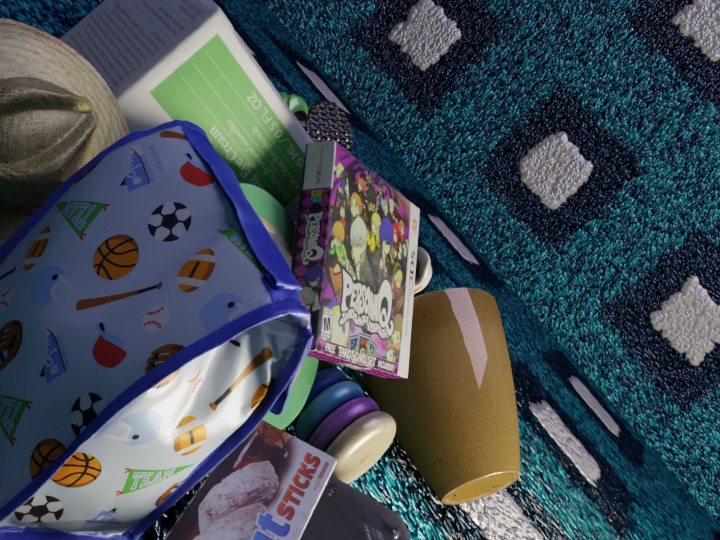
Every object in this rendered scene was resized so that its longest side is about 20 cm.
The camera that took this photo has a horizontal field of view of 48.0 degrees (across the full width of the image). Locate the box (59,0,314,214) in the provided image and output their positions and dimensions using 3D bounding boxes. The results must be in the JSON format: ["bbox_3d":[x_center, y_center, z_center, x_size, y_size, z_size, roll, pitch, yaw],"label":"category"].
[{"bbox_3d":[-0.170,-0.139,0.756,0.199,0.171,0.200,52,-3,-42],"label":"box"}]

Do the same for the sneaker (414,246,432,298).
[{"bbox_3d":[-0.014,0.012,0.895,0.080,0.197,0.079,107,-35,-57],"label":"sneaker"}]

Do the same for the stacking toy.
[{"bbox_3d":[-0.058,0.104,0.768,0.200,0.086,0.085,46,12,26],"label":"stacking toy"}]

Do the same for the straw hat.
[{"bbox_3d":[-0.222,-0.084,0.531,0.199,0.085,0.204,7,80,-40],"label":"straw hat"}]

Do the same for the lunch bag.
[{"bbox_3d":[-0.129,0.033,0.473,0.123,0.200,0.171,27,23,-52],"label":"lunch bag"}]

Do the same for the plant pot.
[{"bbox_3d":[0.104,0.156,0.932,0.186,0.185,0.202,27,38,-53],"label":"plant pot"}]

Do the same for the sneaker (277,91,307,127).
[{"bbox_3d":[-0.107,-0.124,0.960,0.076,0.201,0.085,7,61,-5],"label":"sneaker"}]

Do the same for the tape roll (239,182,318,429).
[{"bbox_3d":[-0.099,0.033,0.659,0.200,0.048,0.203,32,54,-58],"label":"tape roll"}]

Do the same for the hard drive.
[{"bbox_3d":[-0.025,0.212,0.612,0.199,0.042,0.135,36,17,-34],"label":"hard drive"}]

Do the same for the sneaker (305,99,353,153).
[{"bbox_3d":[-0.054,-0.112,1.030,0.069,0.093,0.203,-3,81,-31],"label":"sneaker"}]

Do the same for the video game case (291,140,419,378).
[{"bbox_3d":[0.000,0.000,0.763,0.200,0.035,0.184,29,63,-60],"label":"video game case"}]

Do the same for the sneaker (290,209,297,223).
[{"bbox_3d":[-0.086,-0.037,0.917,0.075,0.198,0.079,13,-59,56],"label":"sneaker"}]

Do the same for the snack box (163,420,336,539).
[{"bbox_3d":[-0.076,0.166,0.500,0.071,0.025,0.200,27,27,4],"label":"snack box"}]
